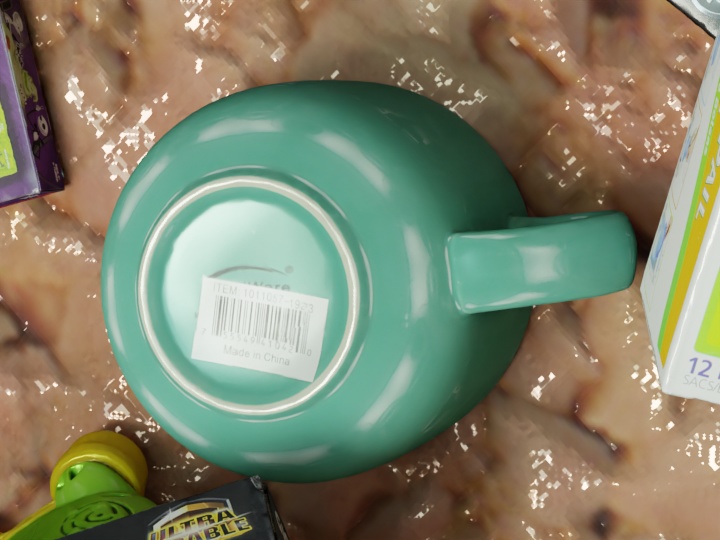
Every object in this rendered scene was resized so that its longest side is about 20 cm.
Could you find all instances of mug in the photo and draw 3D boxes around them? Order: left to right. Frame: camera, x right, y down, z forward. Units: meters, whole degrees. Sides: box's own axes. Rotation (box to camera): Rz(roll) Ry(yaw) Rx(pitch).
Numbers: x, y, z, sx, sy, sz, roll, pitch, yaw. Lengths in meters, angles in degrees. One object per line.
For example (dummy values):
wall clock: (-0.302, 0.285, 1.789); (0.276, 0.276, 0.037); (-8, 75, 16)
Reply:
mug: (-0.010, -0.005, 0.827); (0.185, 0.114, 0.152); (-40, 81, 19)

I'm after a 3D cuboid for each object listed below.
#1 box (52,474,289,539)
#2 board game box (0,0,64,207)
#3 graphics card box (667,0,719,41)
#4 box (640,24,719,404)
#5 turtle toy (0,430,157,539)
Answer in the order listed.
box: (-0.100, 0.180, 0.800); (0.198, 0.050, 0.200); (-19, 133, 0)
board game box: (-0.204, -0.116, 0.935); (0.120, 0.032, 0.200); (-13, 90, 17)
graphics card box: (0.099, -0.190, 0.791); (0.200, 0.051, 0.125); (41, 106, 2)
box: (0.175, -0.054, 0.732); (0.112, 0.101, 0.200); (14, 109, -2)
turtle toy: (-0.138, 0.165, 0.890); (0.200, 0.146, 0.101); (-38, 103, 20)
